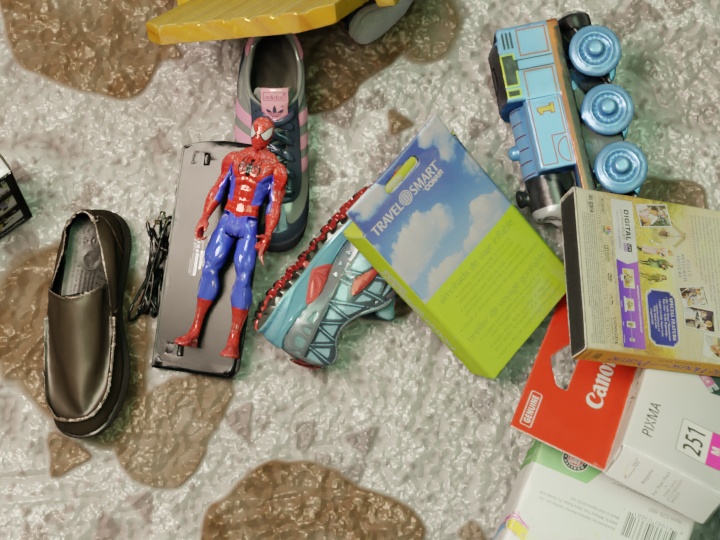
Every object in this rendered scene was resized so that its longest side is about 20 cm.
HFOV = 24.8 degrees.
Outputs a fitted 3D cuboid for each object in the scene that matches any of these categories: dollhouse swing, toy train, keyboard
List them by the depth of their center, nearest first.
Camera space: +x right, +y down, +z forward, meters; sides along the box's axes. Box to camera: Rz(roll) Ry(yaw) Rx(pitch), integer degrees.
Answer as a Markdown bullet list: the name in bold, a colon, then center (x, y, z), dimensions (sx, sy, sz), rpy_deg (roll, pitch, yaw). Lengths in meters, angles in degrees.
- **dollhouse swing**: center (-0.078, -0.282, 1.356), dimensions (0.199, 0.176, 0.182), rpy_deg (-1, 96, 23)
- **keyboard**: center (-0.137, -0.012, 1.401), dimensions (0.104, 0.040, 0.201), rpy_deg (9, 89, 8)
- **toy train**: center (0.181, -0.128, 1.432), dimensions (0.114, 0.087, 0.201), rpy_deg (-11, 80, 3)

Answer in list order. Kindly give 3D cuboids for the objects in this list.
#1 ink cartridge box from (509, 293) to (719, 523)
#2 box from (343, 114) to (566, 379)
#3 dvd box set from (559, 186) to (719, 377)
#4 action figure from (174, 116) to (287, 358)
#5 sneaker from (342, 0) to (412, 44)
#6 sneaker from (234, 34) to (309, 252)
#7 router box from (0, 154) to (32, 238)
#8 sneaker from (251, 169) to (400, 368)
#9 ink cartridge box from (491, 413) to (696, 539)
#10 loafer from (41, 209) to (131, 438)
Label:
- **ink cartridge box**: center (0.232, 0.093, 1.351), dimensions (0.173, 0.044, 0.200), rpy_deg (27, 41, 2)
- **box**: center (0.079, -0.019, 1.371), dimensions (0.122, 0.048, 0.200), rpy_deg (-49, 112, -15)
- **dvd box set**: center (0.265, 0.013, 1.360), dimensions (0.199, 0.029, 0.147), rpy_deg (7, 65, -19)
- **action figure**: center (-0.102, -0.030, 1.355), dimensions (0.065, 0.052, 0.201), rpy_deg (14, 88, 13)
- **sneaker**: center (0.030, -0.307, 1.462), dimensions (0.114, 0.075, 0.200), rpy_deg (42, 80, 3)
- **sneaker**: center (-0.078, -0.119, 1.409), dimensions (0.070, 0.082, 0.201), rpy_deg (-4, 78, -6)
- **router box**: center (-0.370, -0.024, 1.333), dimensions (0.200, 0.149, 0.051), rpy_deg (-35, 82, -11)
- **sneaker**: center (0.000, 0.000, 1.403), dimensions (0.096, 0.079, 0.200), rpy_deg (44, 82, -12)
- **ink cartridge box**: center (0.180, 0.241, 1.343), dimensions (0.145, 0.088, 0.200), rpy_deg (23, 74, 2)
- **loafer**: center (-0.237, 0.039, 1.361), dimensions (0.073, 0.071, 0.201), rpy_deg (-5, 73, 13)
